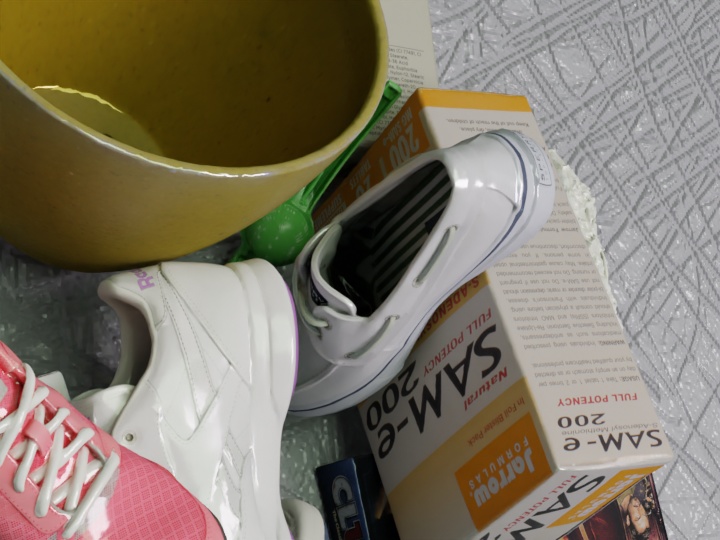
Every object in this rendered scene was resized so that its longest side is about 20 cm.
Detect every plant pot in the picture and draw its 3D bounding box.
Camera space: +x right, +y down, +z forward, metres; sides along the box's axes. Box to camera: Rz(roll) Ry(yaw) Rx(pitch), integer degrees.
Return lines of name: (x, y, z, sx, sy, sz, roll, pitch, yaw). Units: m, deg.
plant pot: (-0.106, -0.079, 0.736, 0.198, 0.142, 0.201, 16, 49, -19)

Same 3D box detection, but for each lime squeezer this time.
lime squeezer: (-0.048, -0.007, 0.807, 0.038, 0.071, 0.201, 32, 74, 2)

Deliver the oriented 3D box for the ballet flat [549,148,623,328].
ballet flat: (0.116, 0.022, 0.907, 0.071, 0.072, 0.202, 20, 50, -29)

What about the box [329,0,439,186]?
box: (-0.015, -0.149, 0.886, 0.082, 0.068, 0.202, 5, 72, -34)

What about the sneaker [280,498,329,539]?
sneaker: (-0.034, 0.208, 0.762, 0.084, 0.075, 0.202, 26, 66, -36)

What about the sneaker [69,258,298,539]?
sneaker: (-0.078, 0.094, 0.712, 0.099, 0.075, 0.202, 4, 78, -27)

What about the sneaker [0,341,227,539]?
sneaker: (-0.137, 0.065, 0.619, 0.199, 0.087, 0.074, 28, 54, 0)

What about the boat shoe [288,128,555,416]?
boat shoe: (0.000, 0.000, 0.757, 0.066, 0.200, 0.074, 0, 54, -42)

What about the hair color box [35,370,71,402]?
hair color box: (-0.150, 0.155, 0.696, 0.109, 0.065, 0.202, -16, 87, -37)

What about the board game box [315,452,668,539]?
board game box: (0.079, 0.152, 0.878, 0.199, 0.035, 0.137, -6, 79, -37)

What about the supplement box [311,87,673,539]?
supplement box: (0.053, 0.031, 0.810, 0.073, 0.126, 0.201, 0, 58, -35)
